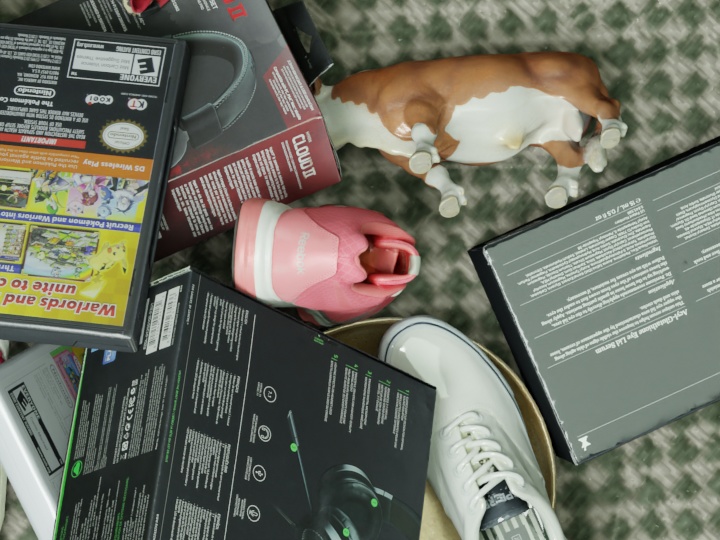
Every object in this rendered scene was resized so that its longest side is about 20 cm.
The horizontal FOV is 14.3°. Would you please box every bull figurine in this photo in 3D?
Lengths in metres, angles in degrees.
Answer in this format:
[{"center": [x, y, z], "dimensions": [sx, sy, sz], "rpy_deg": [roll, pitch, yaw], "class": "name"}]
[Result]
[{"center": [0.057, -0.085, 1.676], "dimensions": [0.199, 0.122, 0.065], "rpy_deg": [-11, 129, -12], "class": "bull figurine"}]

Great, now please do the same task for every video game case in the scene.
[{"center": [-0.205, -0.051, 1.571], "dimensions": [0.199, 0.026, 0.181], "rpy_deg": [6, 67, 7], "class": "video game case"}, {"center": [-0.139, 0.130, 1.629], "dimensions": [0.022, 0.182, 0.200], "rpy_deg": [-25, 94, 20], "class": "video game case"}]

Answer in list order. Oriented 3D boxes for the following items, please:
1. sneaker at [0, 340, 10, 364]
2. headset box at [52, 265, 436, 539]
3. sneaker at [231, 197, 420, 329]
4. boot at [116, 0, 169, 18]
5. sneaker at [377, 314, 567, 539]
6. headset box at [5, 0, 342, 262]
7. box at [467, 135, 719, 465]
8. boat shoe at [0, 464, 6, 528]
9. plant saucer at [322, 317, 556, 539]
[{"center": [-0.285, 0.060, 1.649], "dimensions": [0.199, 0.075, 0.081], "rpy_deg": [-13, 132, 21], "class": "sneaker"}, {"center": [-0.056, 0.121, 1.576], "dimensions": [0.200, 0.093, 0.175], "rpy_deg": [26, 58, -34], "class": "headset box"}, {"center": [0.000, 0.000, 1.626], "dimensions": [0.087, 0.200, 0.074], "rpy_deg": [5, 91, 22], "class": "sneaker"}, {"center": [-0.182, -0.191, 1.614], "dimensions": [0.150, 0.073, 0.200], "rpy_deg": [31, 54, 20], "class": "boot"}, {"center": [0.075, 0.116, 1.663], "dimensions": [0.073, 0.071, 0.200], "rpy_deg": [-30, 94, -4], "class": "sneaker"}, {"center": [-0.114, -0.093, 1.641], "dimensions": [0.200, 0.077, 0.149], "rpy_deg": [-23, 60, -3], "class": "headset box"}, {"center": [0.184, 0.010, 1.704], "dimensions": [0.200, 0.079, 0.141], "rpy_deg": [-24, 90, -5], "class": "box"}, {"center": [-0.255, 0.183, 1.682], "dimensions": [0.067, 0.072, 0.201], "rpy_deg": [12, 99, 32], "class": "boat shoe"}, {"center": [0.016, 0.128, 1.711], "dimensions": [0.200, 0.035, 0.201], "rpy_deg": [0, 91, -5], "class": "plant saucer"}]
